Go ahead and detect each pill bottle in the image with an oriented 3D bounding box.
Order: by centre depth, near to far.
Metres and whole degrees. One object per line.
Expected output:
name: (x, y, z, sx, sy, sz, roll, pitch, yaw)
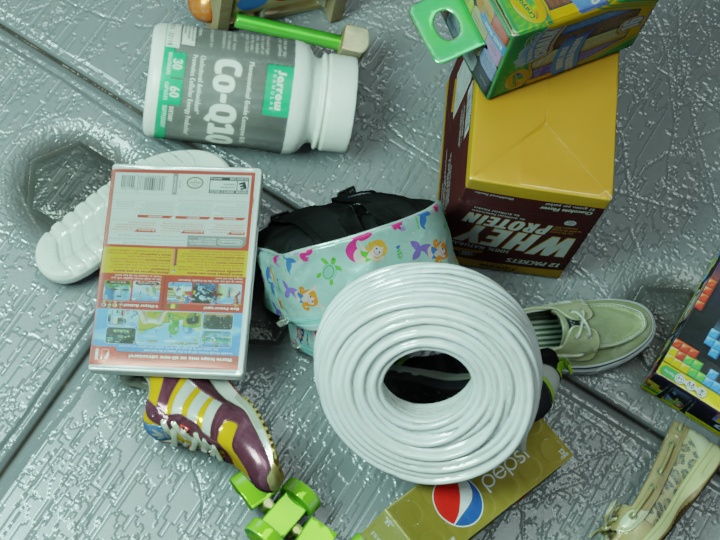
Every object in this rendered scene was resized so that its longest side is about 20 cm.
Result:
pill bottle: (-0.107, -0.173, 1.756, 0.199, 0.113, 0.113, 6, 69, -6)

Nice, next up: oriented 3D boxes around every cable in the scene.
cable: (0.057, 0.090, 1.555, 0.199, 0.200, 0.069, 6, 29, 1)

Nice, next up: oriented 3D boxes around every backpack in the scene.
backpack: (0.000, 0.000, 1.664, 0.177, 0.200, 0.151, -18, 93, -16)

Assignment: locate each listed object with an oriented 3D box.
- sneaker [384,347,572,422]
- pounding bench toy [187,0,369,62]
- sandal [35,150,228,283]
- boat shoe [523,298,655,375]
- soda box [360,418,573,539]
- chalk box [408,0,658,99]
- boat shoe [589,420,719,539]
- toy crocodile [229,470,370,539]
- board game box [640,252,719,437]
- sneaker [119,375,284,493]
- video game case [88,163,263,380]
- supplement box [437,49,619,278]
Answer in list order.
sneaker: (0.104, 0.103, 1.680, 0.200, 0.072, 0.083, 2, 37, 33)
pounding bench toy: (-0.091, -0.282, 1.792, 0.156, 0.124, 0.200, -15, 73, -14)
sandal: (-0.215, -0.051, 1.725, 0.202, 0.050, 0.083, -27, 61, -5)
boat shoe: (0.194, 0.064, 1.742, 0.200, 0.062, 0.072, -10, 72, -12)
soda box: (0.098, 0.204, 1.647, 0.200, 0.064, 0.068, -32, 77, -35)
chalk box: (0.145, -0.244, 1.600, 0.200, 0.124, 0.125, -21, 74, -16)
boat shoe: (0.265, 0.225, 1.694, 0.063, 0.073, 0.200, 39, 58, 13)
toy crocodile: (-0.041, 0.252, 1.642, 0.200, 0.062, 0.068, 41, 69, 2)
board game box: (0.402, 0.095, 1.767, 0.200, 0.057, 0.165, 32, 69, 3)
sneaker: (-0.144, 0.141, 1.635, 0.090, 0.075, 0.200, -28, 47, -15)
video game case: (-0.167, -0.001, 1.654, 0.143, 0.017, 0.200, 2, 71, 6)
supplement box: (0.156, -0.125, 1.732, 0.132, 0.200, 0.198, 8, 69, -5)
